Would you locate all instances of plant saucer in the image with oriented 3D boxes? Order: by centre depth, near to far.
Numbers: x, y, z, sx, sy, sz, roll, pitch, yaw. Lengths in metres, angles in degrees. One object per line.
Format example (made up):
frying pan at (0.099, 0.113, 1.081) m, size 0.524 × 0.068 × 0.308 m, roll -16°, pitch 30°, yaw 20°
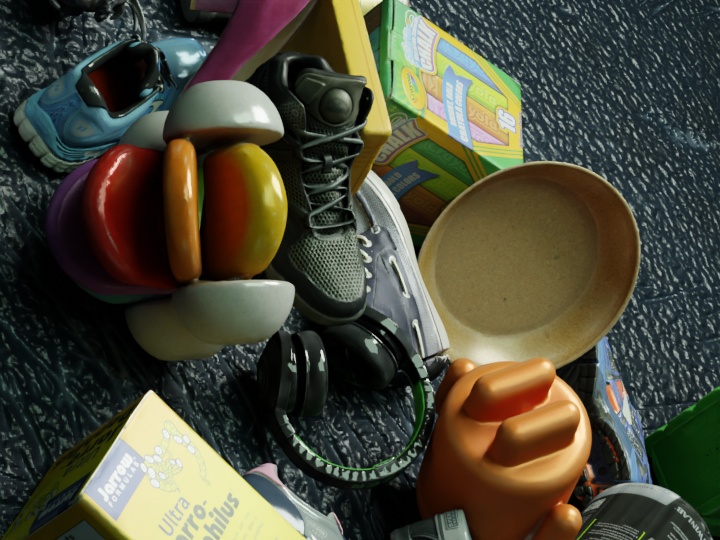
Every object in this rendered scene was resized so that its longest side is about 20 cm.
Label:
plant saucer at (0.135, -0.005, 1.635) m, size 0.200 × 0.201 × 0.035 m, roll 32°, pitch 14°, yaw -27°

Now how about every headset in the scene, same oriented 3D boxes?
headset at (-0.026, 0.070, 1.466) m, size 0.123 × 0.094 × 0.201 m, roll -21°, pitch 77°, yaw -22°

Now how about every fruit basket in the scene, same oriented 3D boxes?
fruit basket at (0.381, 0.140, 1.764) m, size 0.215 × 0.215 × 0.156 m, roll 2°, pitch 61°, yaw -47°

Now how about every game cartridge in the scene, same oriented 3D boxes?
game cartridge at (-0.036, -0.123, 1.511) m, size 0.032 × 0.200 × 0.177 m, roll 0°, pitch 60°, yaw -24°

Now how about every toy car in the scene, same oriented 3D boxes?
toy car at (-0.138, -0.031, 1.343) m, size 0.149 × 0.200 × 0.177 m, roll -1°, pitch 82°, yaw -29°

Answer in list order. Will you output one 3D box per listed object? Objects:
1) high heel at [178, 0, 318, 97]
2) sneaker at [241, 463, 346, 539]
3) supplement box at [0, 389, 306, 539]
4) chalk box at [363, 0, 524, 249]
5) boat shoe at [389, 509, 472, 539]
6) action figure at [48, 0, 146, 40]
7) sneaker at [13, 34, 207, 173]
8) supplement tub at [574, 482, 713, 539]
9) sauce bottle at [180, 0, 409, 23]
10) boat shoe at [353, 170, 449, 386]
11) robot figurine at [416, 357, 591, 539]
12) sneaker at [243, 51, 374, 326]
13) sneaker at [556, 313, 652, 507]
high heel at (-0.085, -0.131, 1.472) m, size 0.067 × 0.095 × 0.202 m, roll -22°, pitch 123°, yaw -76°
sneaker at (-0.016, 0.214, 1.373) m, size 0.200 × 0.070 × 0.082 m, roll 46°, pitch 40°, yaw -14°
supplement box at (-0.115, 0.196, 1.245) m, size 0.200 × 0.109 × 0.110 m, roll 46°, pitch 38°, yaw -13°
chalk box at (0.025, -0.131, 1.647) m, size 0.199 × 0.125 × 0.125 m, roll 29°, pitch 43°, yaw -29°
boat shoe at (0.070, 0.276, 1.425) m, size 0.072 × 0.067 × 0.201 m, roll -82°, pitch 155°, yaw -77°
action figure at (-0.229, -0.256, 1.472) m, size 0.199 × 0.102 × 0.119 m, roll 30°, pitch 15°, yaw -25°
sneaker at (-0.165, -0.134, 1.464) m, size 0.079 × 0.090 × 0.200 m, roll 54°, pitch 35°, yaw -1°
supplement tub at (0.190, 0.258, 1.526) m, size 0.123 × 0.122 × 0.200 m, roll 55°, pitch 37°, yaw 1°
sauce bottle at (-0.056, -0.226, 1.658) m, size 0.199 × 0.065 × 0.065 m, roll -1°, pitch 61°, yaw -30°
boat shoe at (0.000, 0.000, 1.549) m, size 0.201 × 0.074 × 0.093 m, roll 62°, pitch 26°, yaw 9°
robot figurine at (0.105, 0.148, 1.467) m, size 0.143 × 0.201 × 0.117 m, roll 26°, pitch 55°, yaw 8°
sneaker at (-0.032, -0.066, 1.377) m, size 0.076 × 0.114 × 0.201 m, roll -5°, pitch 69°, yaw -29°
sneaker at (0.202, 0.119, 1.705) m, size 0.078 × 0.075 × 0.201 m, roll 21°, pitch 53°, yaw -54°
